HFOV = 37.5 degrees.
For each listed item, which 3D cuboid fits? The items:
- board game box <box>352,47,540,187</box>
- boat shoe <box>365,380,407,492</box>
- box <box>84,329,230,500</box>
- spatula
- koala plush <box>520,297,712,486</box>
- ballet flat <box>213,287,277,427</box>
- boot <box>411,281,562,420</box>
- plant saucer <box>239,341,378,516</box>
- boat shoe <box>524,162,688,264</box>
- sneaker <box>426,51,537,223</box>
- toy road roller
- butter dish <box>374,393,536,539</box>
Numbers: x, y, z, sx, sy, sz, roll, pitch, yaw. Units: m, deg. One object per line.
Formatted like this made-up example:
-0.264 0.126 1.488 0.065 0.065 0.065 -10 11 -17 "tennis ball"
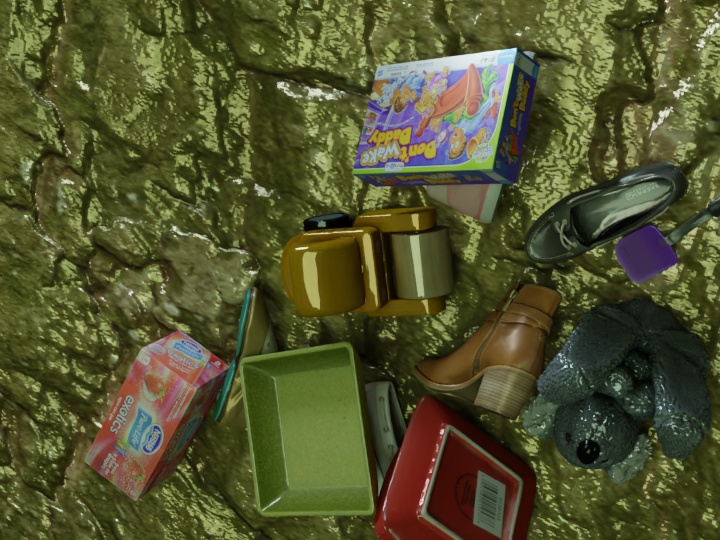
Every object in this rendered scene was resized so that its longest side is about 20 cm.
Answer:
0.090 -0.163 1.165 0.200 0.045 0.135 2 76 44 "board game box"
0.049 0.232 1.329 0.070 0.071 0.200 -19 93 18 "boat shoe"
-0.272 0.194 1.428 0.095 0.103 0.200 35 111 11 "box"
0.369 -0.055 1.160 0.200 0.021 0.057 -35 94 23 "spatula"
0.281 0.150 1.187 0.177 0.184 0.200 24 131 8 "koala plush"
-0.140 0.116 1.389 0.063 0.069 0.200 13 111 -11 "ballet flat"
0.147 0.082 1.243 0.077 0.200 0.155 26 82 -22 "boot"
-0.055 0.194 1.292 0.200 0.048 0.200 -12 83 41 "plant saucer"
0.265 -0.062 1.180 0.200 0.057 0.067 -28 91 24 "boat shoe"
0.129 -0.159 1.201 0.105 0.075 0.200 20 113 11 "sneaker"
0.000 0.000 1.250 0.200 0.146 0.123 -3 101 22 "toy road roller"
0.088 0.285 1.251 0.199 0.200 0.148 37 135 -17 "butter dish"
